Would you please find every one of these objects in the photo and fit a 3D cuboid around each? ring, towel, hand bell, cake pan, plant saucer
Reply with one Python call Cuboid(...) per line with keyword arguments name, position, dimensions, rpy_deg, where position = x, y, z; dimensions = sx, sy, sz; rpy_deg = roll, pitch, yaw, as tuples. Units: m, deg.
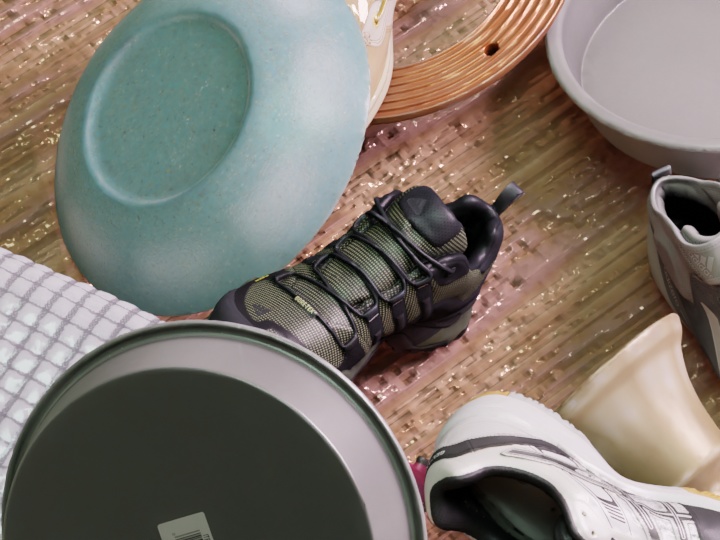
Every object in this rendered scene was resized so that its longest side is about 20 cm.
Cuboid(name="ring", position=(0.022, -0.155, 1.630), dimensions=(0.200, 0.019, 0.200), rpy_deg=(-10, 52, 12))
Cuboid(name="towel", position=(-0.168, 0.101, 1.454), dimensions=(0.166, 0.086, 0.200), rpy_deg=(25, 61, 10))
Cuboid(name="hand bell", position=(0.184, 0.128, 1.455), dimensions=(0.104, 0.104, 0.200), rpy_deg=(-39, 79, -22))
Cuboid(name="cake pan", position=(0.200, -0.122, 1.594), dimensions=(0.200, 0.037, 0.200), rpy_deg=(-6, 46, 7))
Cuboid(name="plant saucer", position=(-0.088, -0.077, 1.532), dimensions=(0.201, 0.039, 0.201), rpy_deg=(-14, 63, 29))
Cuboid(name="cake pan", position=(-0.071, 0.123, 1.321), dimensions=(0.200, 0.037, 0.200), rpy_deg=(2, 100, 15))

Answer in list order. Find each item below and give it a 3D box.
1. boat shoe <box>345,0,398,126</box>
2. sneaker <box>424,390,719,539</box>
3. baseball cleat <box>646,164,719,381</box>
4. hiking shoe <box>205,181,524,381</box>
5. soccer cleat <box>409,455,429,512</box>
Cuboid(name="boat shoe", position=(-0.016, -0.146, 1.580), dimensions=(0.074, 0.069, 0.200), rpy_deg=(1, 54, 22))
Cuboid(name="sneaker", position=(0.118, 0.135, 1.398), dimensions=(0.200, 0.076, 0.088), rpy_deg=(25, 28, 8))
Cuboid(name="baseball cleat", position=(0.200, 0.030, 1.490), dimensions=(0.070, 0.106, 0.200), rpy_deg=(-37, 59, -7))
Cuboid(name="hiking shoe", position=(0.000, 0.000, 1.467), dimensions=(0.076, 0.101, 0.200), rpy_deg=(41, 33, 19))
Cuboid(name="soccer cleat", position=(-0.047, 0.108, 1.422), dimensions=(0.070, 0.200, 0.086), rpy_deg=(18, 91, 47))
